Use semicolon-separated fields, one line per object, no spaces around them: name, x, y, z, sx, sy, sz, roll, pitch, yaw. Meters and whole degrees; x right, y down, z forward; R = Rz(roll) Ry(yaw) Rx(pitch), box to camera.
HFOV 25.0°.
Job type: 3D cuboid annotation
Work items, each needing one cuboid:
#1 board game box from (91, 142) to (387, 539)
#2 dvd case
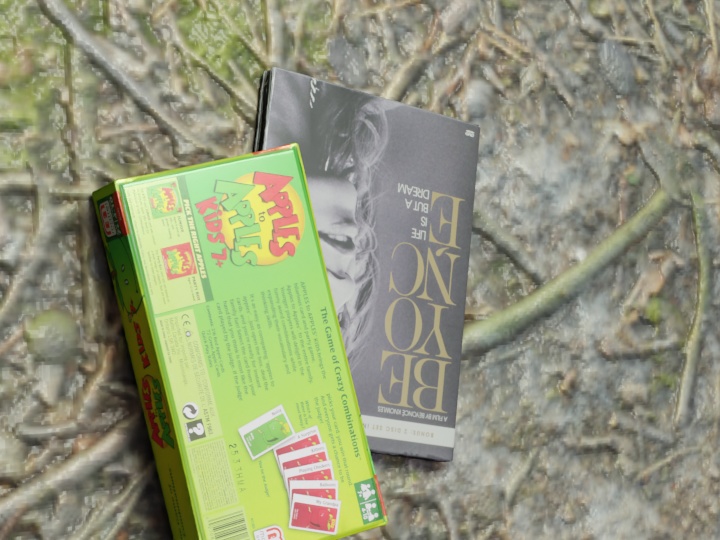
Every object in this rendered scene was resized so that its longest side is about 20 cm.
board game box;-0.062;0.045;0.829;0.101;0.048;0.201;-14;91;-25
dvd case;0.000;0.000;0.911;0.148;0.016;0.202;12;79;-34
